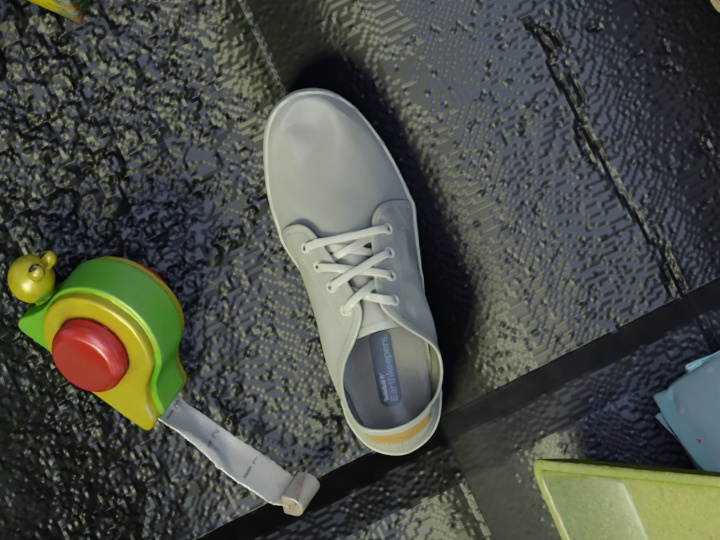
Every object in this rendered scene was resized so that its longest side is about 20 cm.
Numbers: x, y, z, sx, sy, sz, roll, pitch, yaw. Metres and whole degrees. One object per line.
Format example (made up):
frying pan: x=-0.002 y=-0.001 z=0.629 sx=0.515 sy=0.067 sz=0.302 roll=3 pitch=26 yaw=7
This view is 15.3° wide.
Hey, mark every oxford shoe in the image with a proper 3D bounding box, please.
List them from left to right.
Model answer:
oxford shoe: x=0.000 y=0.000 z=1.405 sx=0.075 sy=0.058 sz=0.201 roll=-15 pitch=91 yaw=0

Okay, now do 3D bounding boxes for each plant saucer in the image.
plant saucer: x=0.190 y=0.178 z=1.352 sx=0.048 sy=0.199 sz=0.201 roll=-29 pitch=102 yaw=-24

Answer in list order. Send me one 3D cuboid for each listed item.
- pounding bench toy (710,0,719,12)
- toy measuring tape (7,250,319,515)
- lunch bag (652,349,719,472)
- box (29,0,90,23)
pounding bench toy: x=0.221 y=-0.195 z=1.375 sx=0.200 sy=0.156 sz=0.124 roll=39 pitch=90 yaw=28
toy measuring tape: x=-0.097 y=0.050 z=1.390 sx=0.200 sy=0.074 sz=0.074 roll=36 pitch=89 yaw=-1
lunch bag: x=0.271 y=0.101 z=1.393 sx=0.170 sy=0.122 sz=0.200 roll=-34 pitch=79 yaw=3
box: x=-0.157 y=-0.242 z=1.321 sx=0.121 sy=0.193 sz=0.201 roll=23 pitch=91 yaw=-4
